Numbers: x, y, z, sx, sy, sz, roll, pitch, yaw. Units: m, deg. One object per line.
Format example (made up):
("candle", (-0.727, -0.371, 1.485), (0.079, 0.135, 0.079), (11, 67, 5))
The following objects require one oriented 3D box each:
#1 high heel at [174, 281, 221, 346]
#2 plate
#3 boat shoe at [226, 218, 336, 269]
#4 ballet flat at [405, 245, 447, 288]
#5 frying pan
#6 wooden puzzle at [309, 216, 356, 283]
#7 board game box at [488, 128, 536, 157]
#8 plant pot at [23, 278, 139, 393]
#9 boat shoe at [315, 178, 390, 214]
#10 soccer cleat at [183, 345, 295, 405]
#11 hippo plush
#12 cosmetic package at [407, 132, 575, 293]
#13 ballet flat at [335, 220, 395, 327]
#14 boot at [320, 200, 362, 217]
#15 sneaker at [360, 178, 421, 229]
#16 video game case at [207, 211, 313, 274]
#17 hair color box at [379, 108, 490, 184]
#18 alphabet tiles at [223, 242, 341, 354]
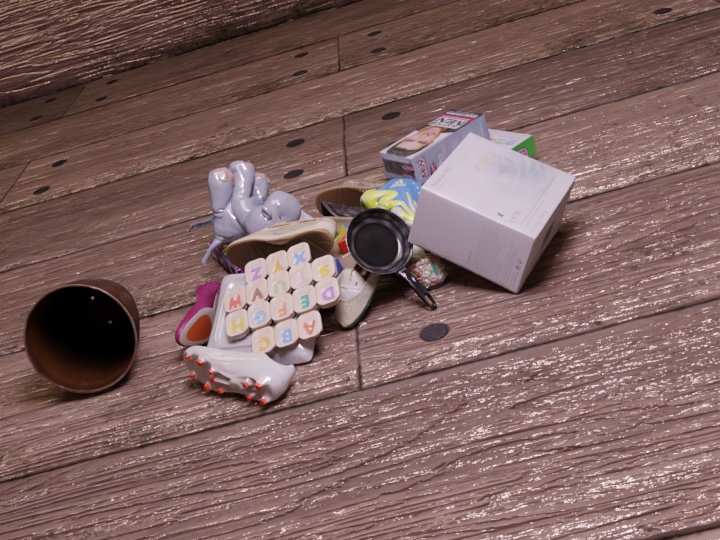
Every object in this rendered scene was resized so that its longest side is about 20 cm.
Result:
("high heel", (-0.290, 0.077, 1.626), (0.096, 0.068, 0.200), (6, 21, 23))
("plate", (-0.163, 0.070, 1.533), (0.199, 0.032, 0.200), (-8, 51, 19))
("boat shoe", (-0.136, -0.049, 1.617), (0.199, 0.072, 0.065), (-12, 32, 19))
("ballet flat", (0.077, -0.025, 1.600), (0.076, 0.064, 0.200), (-32, 31, -26))
("frying pan", (0.061, -0.026, 1.511), (0.115, 0.190, 0.031), (-60, 5, -25))
("wooden puzzle", (-0.067, -0.027, 1.643), (0.185, 0.046, 0.200), (5, 50, 44))
("board game box", (0.221, -0.214, 1.818), (0.200, 0.040, 0.153), (-34, 32, -27))
("plant pot", (-0.463, 0.090, 1.617), (0.186, 0.188, 0.200), (-17, 14, 2))
("boat shoe", (0.010, -0.147, 1.857), (0.199, 0.074, 0.063), (-5, 23, 2))
("soccer cleat", (-0.190, 0.155, 1.439), (0.199, 0.070, 0.078), (13, 36, 34))
("hippo plush", (-0.206, -0.117, 1.748), (0.160, 0.160, 0.200), (12, 40, 43))
("cosmetic package", (0.215, -0.100, 1.510), (0.199, 0.123, 0.199), (25, 43, 16))
("ballet flat", (0.000, 0.000, 1.536), (0.067, 0.062, 0.200), (1, 53, 46))
("boot", (0.034, -0.110, 1.782), (0.174, 0.069, 0.200), (-28, 39, -21))
("sneaker", (0.090, -0.115, 1.651), (0.105, 0.076, 0.200), (-40, 47, -17))
("video game case", (-0.184, -0.057, 1.836), (0.199, 0.036, 0.181), (-27, 29, -16))
("hair color box", (0.146, -0.243, 1.806), (0.200, 0.061, 0.099), (-34, 32, -26))
("alphabet tiles", (-0.129, 0.042, 1.504), (0.199, 0.015, 0.196), (-19, 50, 10))
